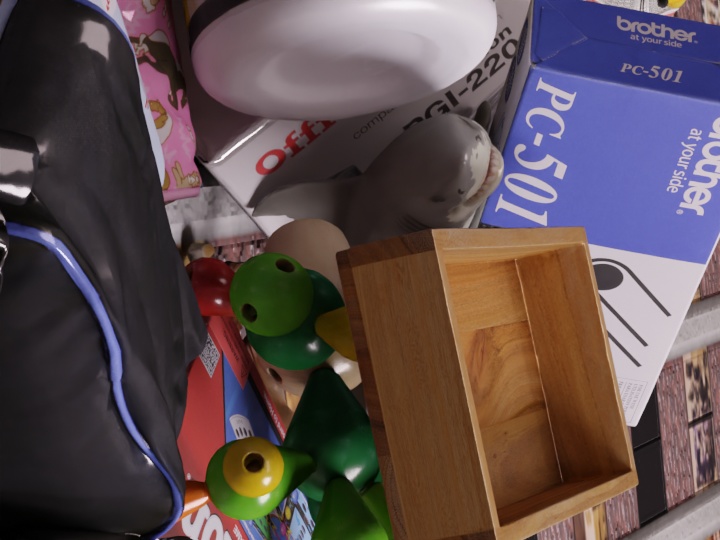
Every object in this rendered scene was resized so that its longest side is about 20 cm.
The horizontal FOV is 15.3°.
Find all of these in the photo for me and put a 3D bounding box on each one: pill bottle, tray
[{"bbox_3d":[-0.019,-0.164,0.981,0.112,0.112,0.200,30,48,-63],"label":"pill bottle"},{"bbox_3d":[0.047,0.037,0.901,0.200,0.037,0.099,-3,81,-73],"label":"tray"}]

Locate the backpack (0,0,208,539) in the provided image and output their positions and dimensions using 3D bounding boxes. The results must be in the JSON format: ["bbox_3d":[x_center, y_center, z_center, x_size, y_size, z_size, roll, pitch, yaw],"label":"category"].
[{"bbox_3d":[-0.143,-0.009,0.700,0.200,0.190,0.154,80,11,-51],"label":"backpack"}]

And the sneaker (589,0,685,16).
[{"bbox_3d":[0.093,-0.156,1.172,0.078,0.082,0.200,63,5,24],"label":"sneaker"}]

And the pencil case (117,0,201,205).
[{"bbox_3d":[-0.105,-0.111,0.947,0.086,0.083,0.200,-13,100,-42],"label":"pencil case"}]

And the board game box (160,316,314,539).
[{"bbox_3d":[-0.037,0.116,0.978,0.103,0.019,0.200,-70,147,-43],"label":"board game box"}]

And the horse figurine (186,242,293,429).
[{"bbox_3d":[-0.034,0.070,1.123,0.200,0.050,0.133,51,35,-56],"label":"horse figurine"}]

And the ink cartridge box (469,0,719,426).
[{"bbox_3d":[0.090,-0.019,1.062,0.200,0.094,0.044,106,-7,-49],"label":"ink cartridge box"}]

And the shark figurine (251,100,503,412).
[{"bbox_3d":[-0.003,0.008,1.046,0.128,0.089,0.215,-84,-172,-58],"label":"shark figurine"}]

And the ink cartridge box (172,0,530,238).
[{"bbox_3d":[0.014,-0.064,1.116,0.085,0.146,0.200,51,1,39],"label":"ink cartridge box"}]

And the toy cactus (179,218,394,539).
[{"bbox_3d":[-0.019,0.053,0.926,0.165,0.102,0.200,-98,163,-47],"label":"toy cactus"}]
